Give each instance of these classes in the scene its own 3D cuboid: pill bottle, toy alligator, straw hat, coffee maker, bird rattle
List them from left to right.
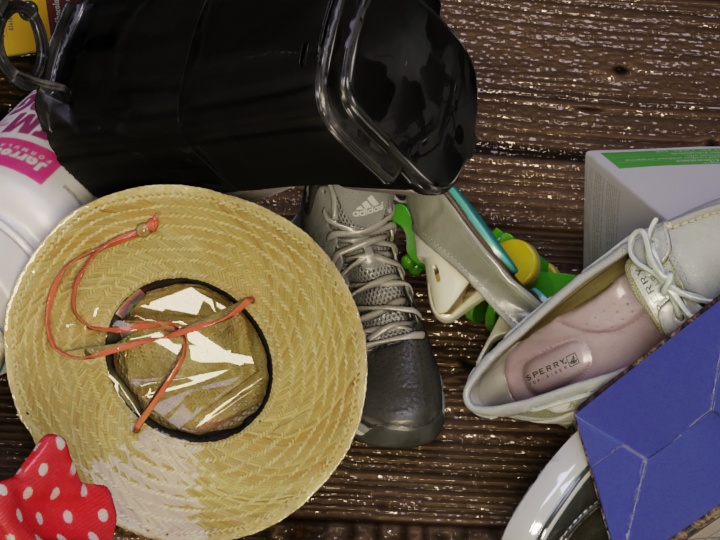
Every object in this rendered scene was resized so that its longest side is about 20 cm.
[{"bbox_3d":[-0.177,-0.034,1.618,0.113,0.114,0.200,22,44,17],"label":"pill bottle"},{"bbox_3d":[-0.100,0.174,1.298,0.113,0.200,0.163,-36,16,7],"label":"bird rattle"},{"bbox_3d":[-0.092,0.048,1.552,0.200,0.202,0.085,8,-2,2],"label":"straw hat"},{"bbox_3d":[-0.065,-0.097,1.515,0.200,0.135,0.192,-7,-9,38],"label":"coffee maker"},{"bbox_3d":[0.053,-0.008,1.668,0.200,0.059,0.054,29,87,24],"label":"toy alligator"}]

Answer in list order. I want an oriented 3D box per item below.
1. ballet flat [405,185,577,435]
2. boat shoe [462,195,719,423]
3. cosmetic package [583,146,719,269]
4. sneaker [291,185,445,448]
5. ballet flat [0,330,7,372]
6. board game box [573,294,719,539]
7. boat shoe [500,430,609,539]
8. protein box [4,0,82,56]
[{"bbox_3d":[0.076,0.021,1.585,0.064,0.067,0.200,-43,82,1],"label":"ballet flat"},{"bbox_3d":[0.140,0.024,1.479,0.065,0.202,0.075,-8,71,-51],"label":"boat shoe"},{"bbox_3d":[0.200,-0.010,1.605,0.107,0.085,0.200,-2,14,-11],"label":"cosmetic package"},{"bbox_3d":[0.000,0.000,1.600,0.075,0.116,0.200,-8,43,-17],"label":"sneaker"},{"bbox_3d":[-0.292,0.047,1.532,0.199,0.068,0.062,1,-2,14],"label":"ballet flat"},{"bbox_3d":[0.241,0.081,1.458,0.199,0.159,0.097,-1,65,-31],"label":"board game box"},{"bbox_3d":[0.159,0.111,1.528,0.071,0.072,0.200,38,53,24],"label":"boat shoe"},{"bbox_3d":[-0.266,-0.196,1.708,0.198,0.135,0.200,-11,10,-18],"label":"protein box"}]
